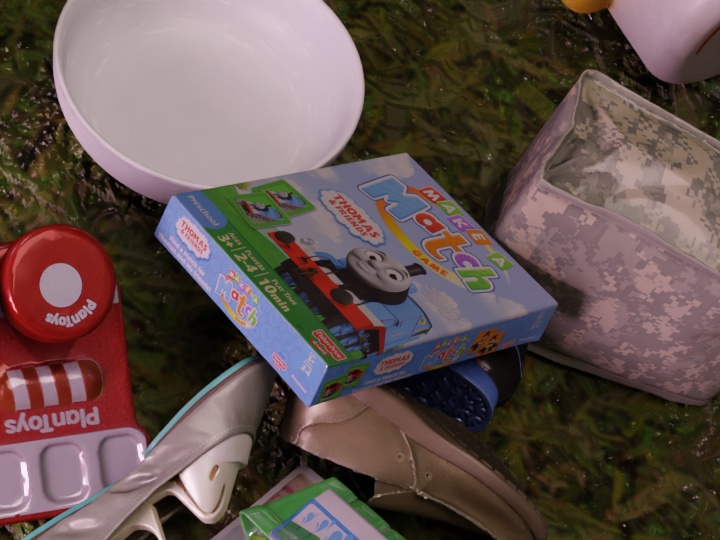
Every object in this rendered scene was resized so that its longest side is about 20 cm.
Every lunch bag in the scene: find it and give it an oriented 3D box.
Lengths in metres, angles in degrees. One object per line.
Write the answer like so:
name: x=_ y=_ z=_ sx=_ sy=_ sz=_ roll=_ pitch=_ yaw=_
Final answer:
lunch bag: x=0.183 y=-0.008 z=1.419 sx=0.199 sy=0.164 sz=0.118 roll=29 pitch=54 yaw=-3

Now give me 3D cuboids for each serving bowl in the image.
serving bowl: x=-0.100 y=-0.112 z=1.422 sx=0.199 sy=0.066 sz=0.201 roll=8 pitch=54 yaw=-11

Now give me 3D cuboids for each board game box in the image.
board game box: x=0.000 y=0.000 z=1.324 sx=0.199 sy=0.037 sz=0.151 roll=-13 pitch=49 yaw=-45

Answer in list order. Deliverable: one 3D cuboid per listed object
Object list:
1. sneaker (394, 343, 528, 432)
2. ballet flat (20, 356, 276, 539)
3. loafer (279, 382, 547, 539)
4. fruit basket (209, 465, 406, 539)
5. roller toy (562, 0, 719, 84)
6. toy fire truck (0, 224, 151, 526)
sneaker: x=0.015 y=0.018 z=1.407 sx=0.200 sy=0.070 sz=0.078 roll=38 pitch=45 yaw=1
ballet flat: x=-0.112 y=0.132 z=1.264 sx=0.200 sy=0.067 sz=0.064 roll=-39 pitch=70 yaw=-9
loafer: x=0.029 y=0.115 z=1.342 sx=0.200 sy=0.076 sz=0.068 roll=38 pitch=96 yaw=-21
fruit basket: x=-0.050 y=0.211 z=1.236 sx=0.200 sy=0.094 sz=0.185 roll=-31 pitch=50 yaw=-25
roller toy: x=0.248 y=-0.231 z=1.554 sx=0.140 sy=0.200 sz=0.182 roll=59 pitch=25 yaw=15
toy fire truck: x=-0.220 y=0.067 z=1.274 sx=0.199 sy=0.112 sz=0.169 roll=-8 pitch=87 yaw=-26
